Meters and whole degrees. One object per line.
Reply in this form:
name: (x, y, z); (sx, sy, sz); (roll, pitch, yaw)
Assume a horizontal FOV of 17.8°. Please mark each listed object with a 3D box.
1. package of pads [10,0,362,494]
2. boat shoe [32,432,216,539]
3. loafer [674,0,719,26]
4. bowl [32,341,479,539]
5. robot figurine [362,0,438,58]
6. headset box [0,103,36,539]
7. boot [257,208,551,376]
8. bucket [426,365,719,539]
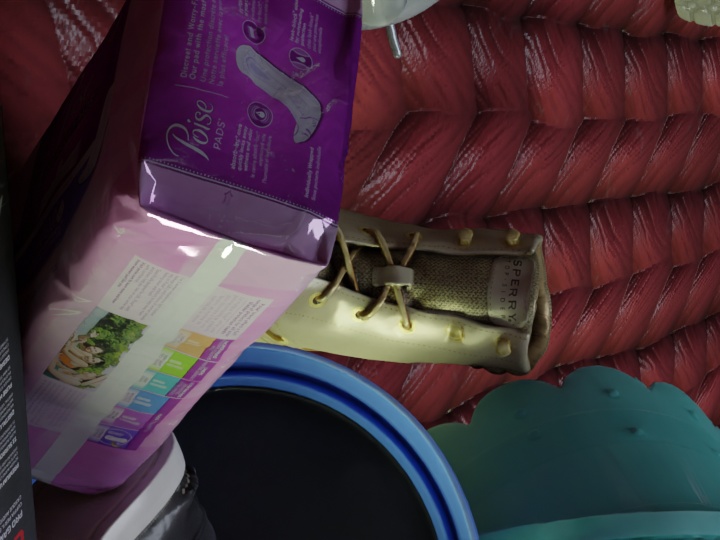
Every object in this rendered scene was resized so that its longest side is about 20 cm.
package of pads: (-0.070, -0.018, 0.774); (0.200, 0.075, 0.121); (133, -32, -53)
boat shoe: (-0.127, 0.139, 0.823); (0.200, 0.074, 0.061); (-48, 127, -32)
loafer: (0.259, -0.264, 1.677); (0.201, 0.069, 0.070); (88, 19, -55)
bowl: (-0.050, 0.129, 0.903); (0.039, 0.199, 0.202); (69, 37, -82)
robot figurine: (-0.008, -0.178, 0.929); (0.201, 0.112, 0.171); (78, 4, -51)
headset box: (-0.169, 0.061, 0.704); (0.149, 0.074, 0.201); (-50, 148, -52)
boot: (0.000, 0.000, 0.997); (0.200, 0.154, 0.073); (46, 53, -69)
bucket: (0.103, 0.158, 0.994); (0.135, 0.205, 0.209); (-125, -146, -59)
